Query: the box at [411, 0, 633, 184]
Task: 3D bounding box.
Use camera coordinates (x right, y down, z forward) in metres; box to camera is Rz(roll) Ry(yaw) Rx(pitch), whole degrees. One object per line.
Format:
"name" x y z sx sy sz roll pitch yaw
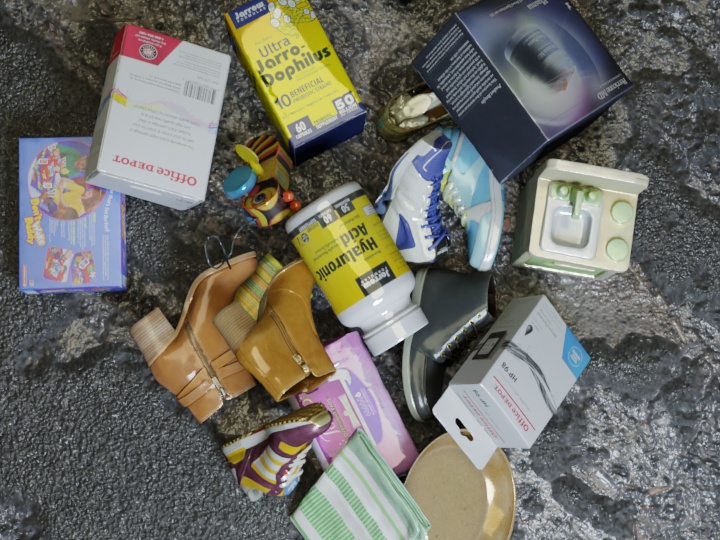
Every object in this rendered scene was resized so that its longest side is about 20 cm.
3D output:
"box" 0.211 -0.253 1.578 0.199 0.123 0.199 -33 85 -37

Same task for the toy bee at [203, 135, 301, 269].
"toy bee" -0.115 -0.093 1.561 0.108 0.131 0.202 -10 67 30

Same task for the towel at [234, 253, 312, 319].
"towel" -0.159 0.076 1.609 0.086 0.018 0.200 43 83 9

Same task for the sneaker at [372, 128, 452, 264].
"sneaker" 0.080 -0.076 1.568 0.115 0.080 0.200 39 124 9

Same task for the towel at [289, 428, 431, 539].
"towel" -0.004 0.308 1.497 0.023 0.200 0.153 -20 64 -43

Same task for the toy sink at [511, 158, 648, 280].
"toy sink" 0.274 -0.056 1.552 0.129 0.200 0.113 9 81 -2

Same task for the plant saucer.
"plant saucer" 0.114 0.298 1.540 0.199 0.035 0.202 -1 91 -37

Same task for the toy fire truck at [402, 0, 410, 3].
"toy fire truck" 0.065 -0.492 1.623 0.128 0.176 0.201 30 71 3

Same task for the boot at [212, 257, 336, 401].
"boot" -0.075 0.073 1.534 0.144 0.071 0.201 46 52 12

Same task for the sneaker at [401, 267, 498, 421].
"sneaker" 0.116 0.095 1.570 0.105 0.075 0.202 1 80 23

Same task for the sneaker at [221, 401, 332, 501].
"sneaker" -0.090 0.228 1.516 0.075 0.199 0.091 -23 86 -42

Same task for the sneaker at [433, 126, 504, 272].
"sneaker" 0.123 -0.098 1.614 0.129 0.080 0.202 5 72 -4

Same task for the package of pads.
"package of pads" -0.014 0.191 1.567 0.120 0.076 0.201 -27 84 -7

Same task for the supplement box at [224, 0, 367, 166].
"supplement box" -0.085 -0.258 1.610 0.108 0.110 0.201 -27 84 -6

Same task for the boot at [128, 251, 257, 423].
"boot" -0.178 0.083 1.571 0.199 0.074 0.155 -38 89 -8

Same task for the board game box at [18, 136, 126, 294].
"board game box" -0.377 -0.073 1.604 0.133 0.045 0.202 -1 82 -3

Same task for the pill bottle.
"pill bottle" 0.000 0.000 1.525 0.111 0.111 0.201 -31 88 -6

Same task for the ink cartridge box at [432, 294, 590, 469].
"ink cartridge box" 0.192 0.142 1.537 0.116 0.066 0.200 51 60 -19

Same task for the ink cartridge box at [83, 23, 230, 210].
"ink cartridge box" -0.262 -0.196 1.580 0.146 0.085 0.202 15 78 -23

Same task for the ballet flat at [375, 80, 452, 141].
"ballet flat" 0.112 -0.235 1.637 0.199 0.071 0.071 -28 84 -6
